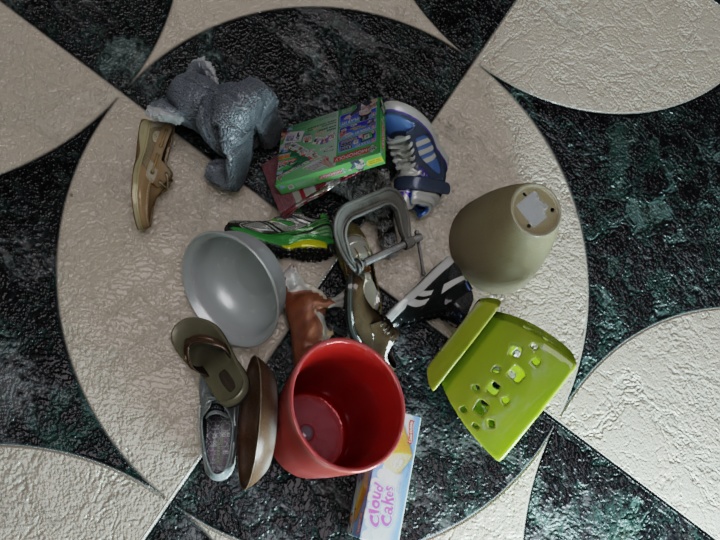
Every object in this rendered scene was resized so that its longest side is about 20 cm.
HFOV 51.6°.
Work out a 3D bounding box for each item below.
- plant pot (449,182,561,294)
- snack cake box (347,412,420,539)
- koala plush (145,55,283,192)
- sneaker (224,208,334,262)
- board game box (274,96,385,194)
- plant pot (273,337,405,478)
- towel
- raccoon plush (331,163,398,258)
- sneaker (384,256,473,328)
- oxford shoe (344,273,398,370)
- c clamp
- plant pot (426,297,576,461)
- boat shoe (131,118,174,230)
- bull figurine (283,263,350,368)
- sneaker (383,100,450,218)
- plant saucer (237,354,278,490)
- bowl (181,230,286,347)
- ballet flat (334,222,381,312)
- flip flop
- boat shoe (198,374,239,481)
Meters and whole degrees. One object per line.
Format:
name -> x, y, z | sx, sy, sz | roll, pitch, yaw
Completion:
plant pot -> 0.272, -0.074, 1.321 | 0.182, 0.200, 0.192 | 2, 75, -9
snack cake box -> 0.037, 0.335, 1.214 | 0.066, 0.115, 0.205 | 15, 73, -9
koala plush -> -0.257, -0.280, 1.295 | 0.197, 0.185, 0.179 | 31, 64, 12
sneaker -> -0.143, -0.067, 1.314 | 0.195, 0.078, 0.087 | 4, 68, -19
board game box -> -0.051, -0.215, 1.283 | 0.195, 0.029, 0.137 | -13, 53, 20
plant pot -> -0.053, 0.232, 1.159 | 0.196, 0.177, 0.205 | 13, 59, -23
towel -> -0.074, -0.190, 1.312 | 0.197, 0.023, 0.146 | -30, 49, 6
raccoon plush -> -0.008, -0.118, 1.338 | 0.130, 0.097, 0.205 | -9, 76, -5
sneaker -> 0.126, 0.076, 1.321 | 0.199, 0.073, 0.112 | -41, 87, -18
oxford shoe -> 0.020, 0.088, 1.245 | 0.082, 0.204, 0.073 | -10, 32, 9
c clamp -> 0.037, -0.052, 1.286 | 0.197, 0.027, 0.175 | -18, 104, -37
plant pot -> 0.223, 0.159, 1.231 | 0.181, 0.199, 0.201 | 40, 98, 9
boat shoe -> -0.358, -0.168, 1.293 | 0.063, 0.071, 0.205 | 3, 74, -9
bull figurine -> -0.079, 0.087, 1.279 | 0.118, 0.065, 0.205 | -8, 80, 1
sneaker -> 0.086, -0.187, 1.339 | 0.200, 0.079, 0.149 | 43, 58, -40
plant saucer -> -0.159, 0.236, 1.161 | 0.036, 0.200, 0.206 | 6, 74, -17
bowl -> -0.194, 0.016, 1.238 | 0.201, 0.201, 0.090 | 46, 38, 4
ballet flat -> 0.000, 0.000, 1.320 | 0.069, 0.071, 0.205 | -8, 77, -12
flip flop -> -0.247, 0.140, 1.194 | 0.081, 0.058, 0.200 | -45, 53, 0
boat shoe -> -0.229, 0.235, 1.211 | 0.068, 0.072, 0.206 | -2, 74, -10
